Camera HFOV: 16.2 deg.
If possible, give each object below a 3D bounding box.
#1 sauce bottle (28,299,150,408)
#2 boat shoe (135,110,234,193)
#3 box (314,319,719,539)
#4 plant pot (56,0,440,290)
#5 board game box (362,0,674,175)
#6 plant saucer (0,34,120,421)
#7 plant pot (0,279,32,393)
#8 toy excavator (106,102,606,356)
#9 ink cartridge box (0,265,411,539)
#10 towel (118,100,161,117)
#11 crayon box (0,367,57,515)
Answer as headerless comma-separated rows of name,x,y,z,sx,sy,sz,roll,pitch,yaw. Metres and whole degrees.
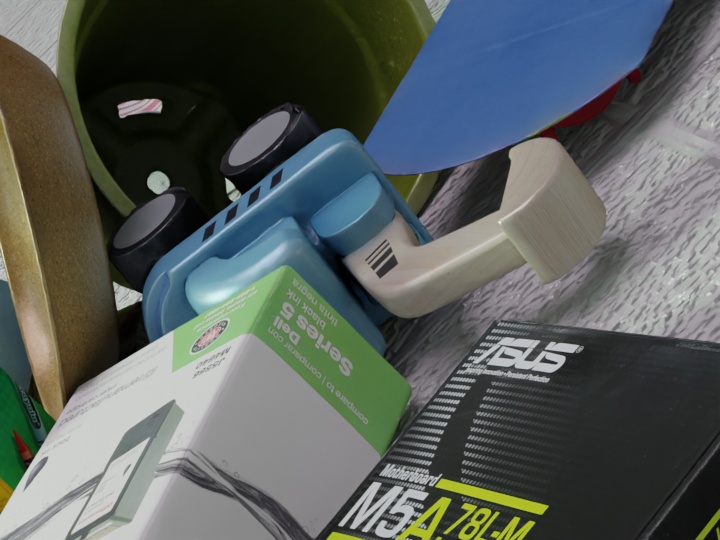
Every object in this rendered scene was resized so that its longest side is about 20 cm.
sauce bottle,-0.139,0.060,1.281,0.200,0.065,0.065,-19,30,50
boat shoe,-0.112,-0.067,1.499,0.200,0.069,0.072,-33,21,32
box,0.043,0.103,0.821,0.193,0.048,0.200,-51,19,-13
plant pot,-0.079,-0.068,1.289,0.200,0.200,0.190,-52,6,-24
board game box,0.091,-0.096,1.173,0.158,0.039,0.200,-16,31,37
plant saucer,-0.145,-0.021,1.170,0.035,0.201,0.200,-13,14,-12
plant pot,-0.270,0.079,1.300,0.200,0.134,0.201,-49,29,39
toy excavator,0.000,0.000,1.073,0.194,0.100,0.200,-37,24,3
ink cartridge box,-0.081,0.112,1.006,0.145,0.084,0.200,-30,23,39
towel,-0.127,-0.128,1.733,0.146,0.030,0.200,-39,18,12
crayon box,-0.202,0.139,1.152,0.200,0.119,0.058,-34,20,29
